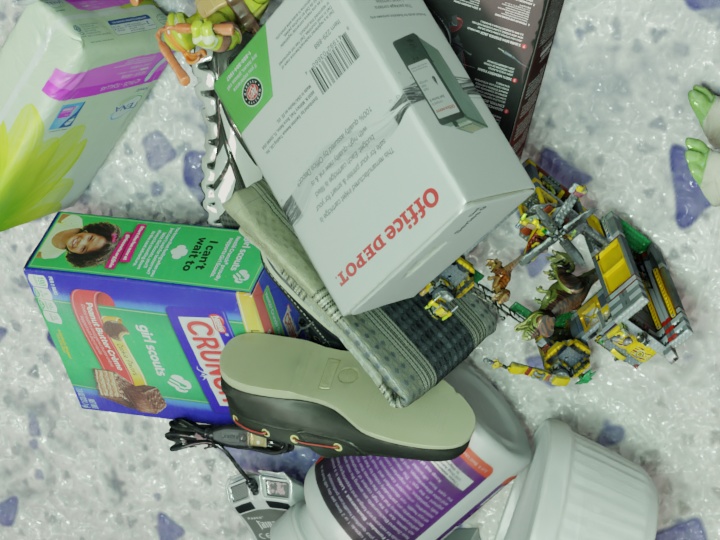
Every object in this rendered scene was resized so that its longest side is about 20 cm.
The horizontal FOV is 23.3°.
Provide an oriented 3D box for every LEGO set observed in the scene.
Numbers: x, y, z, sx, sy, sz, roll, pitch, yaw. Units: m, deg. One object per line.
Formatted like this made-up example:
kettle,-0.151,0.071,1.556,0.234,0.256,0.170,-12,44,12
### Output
LEGO set,0.141,0.023,1.252,0.153,0.116,0.200,-35,126,19

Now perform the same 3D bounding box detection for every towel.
towel,0.000,0.000,1.283,0.200,0.192,0.035,49,119,4

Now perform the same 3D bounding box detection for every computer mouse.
computer mouse,-0.073,0.185,1.444,0.109,0.044,0.201,-7,133,25

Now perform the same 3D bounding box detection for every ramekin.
ramekin,0.155,0.221,1.318,0.093,0.203,0.204,17,115,-1

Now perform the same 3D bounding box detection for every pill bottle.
pill bottle,0.026,0.167,1.353,0.200,0.111,0.112,-43,91,16

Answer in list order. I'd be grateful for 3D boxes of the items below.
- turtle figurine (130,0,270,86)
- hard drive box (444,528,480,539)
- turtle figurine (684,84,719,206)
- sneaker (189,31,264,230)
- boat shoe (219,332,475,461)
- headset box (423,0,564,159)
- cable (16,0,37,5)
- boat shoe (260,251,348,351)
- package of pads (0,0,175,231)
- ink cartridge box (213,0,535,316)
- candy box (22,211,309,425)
turtle figurine,-0.085,-0.200,1.277,0.160,0.200,0.065,-33,118,9
hard drive box,0.062,0.335,1.411,0.076,0.156,0.202,-8,107,22
turtle figurine,0.303,-0.133,1.161,0.193,0.199,0.145,-20,67,29
sneaker,-0.077,-0.093,1.354,0.090,0.066,0.202,2,108,24
boat shoe,-0.009,0.102,1.287,0.199,0.074,0.064,13,135,18
headset box,0.058,-0.153,1.278,0.147,0.075,0.202,19,114,13
cable,-0.180,-0.264,1.258,0.198,0.200,0.070,-26,106,3
boat shoe,-0.020,0.034,1.338,0.062,0.075,0.200,-21,138,27
package of pads,-0.237,-0.125,1.354,0.068,0.154,0.200,43,116,10
ink cartridge box,0.006,-0.092,1.199,0.146,0.084,0.201,-42,71,39
candy box,-0.146,0.043,1.392,0.198,0.077,0.170,4,137,18
